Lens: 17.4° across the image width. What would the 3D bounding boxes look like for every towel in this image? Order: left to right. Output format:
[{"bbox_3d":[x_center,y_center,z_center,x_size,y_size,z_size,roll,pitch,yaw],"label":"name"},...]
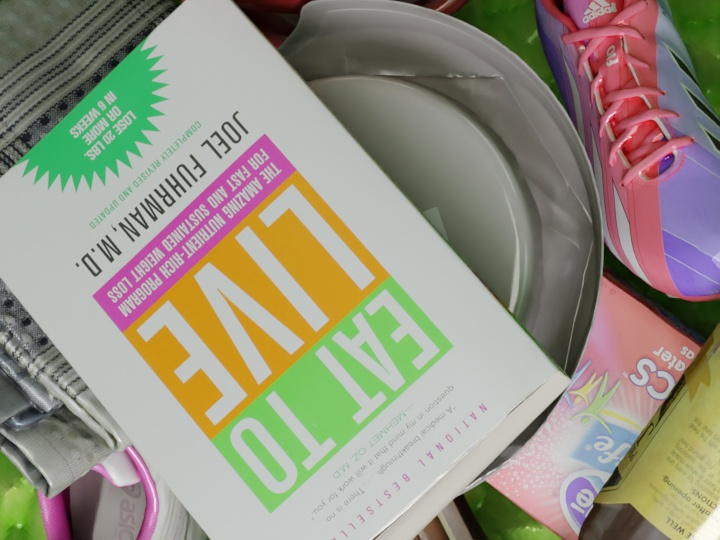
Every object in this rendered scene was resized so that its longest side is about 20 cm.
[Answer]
[{"bbox_3d":[-0.118,-0.031,0.972,0.193,0.035,0.200,46,62,7],"label":"towel"}]

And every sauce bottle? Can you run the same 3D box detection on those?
[{"bbox_3d":[0.122,0.086,0.857,0.065,0.065,0.200,37,102,10],"label":"sauce bottle"}]

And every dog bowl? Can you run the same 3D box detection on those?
[{"bbox_3d":[0.000,0.000,0.893,0.199,0.059,0.202,-2,82,16],"label":"dog bowl"}]

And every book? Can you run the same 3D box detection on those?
[{"bbox_3d":[-0.037,0.010,0.852,0.134,0.048,0.200,-44,71,4],"label":"book"}]

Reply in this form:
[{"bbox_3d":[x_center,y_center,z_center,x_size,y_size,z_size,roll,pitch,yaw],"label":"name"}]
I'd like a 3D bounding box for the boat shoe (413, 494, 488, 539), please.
[{"bbox_3d":[0.013,0.109,0.978,0.068,0.072,0.201,-34,83,7],"label":"boat shoe"}]

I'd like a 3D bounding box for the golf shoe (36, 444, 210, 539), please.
[{"bbox_3d":[-0.101,0.049,0.993,0.075,0.092,0.201,-5,86,12],"label":"golf shoe"}]

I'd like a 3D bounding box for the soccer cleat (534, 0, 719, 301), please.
[{"bbox_3d":[0.107,-0.069,0.916,0.066,0.077,0.201,-25,42,10],"label":"soccer cleat"}]

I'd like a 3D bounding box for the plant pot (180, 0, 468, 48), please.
[{"bbox_3d":[-0.024,-0.194,0.922,0.199,0.182,0.202,-5,73,17],"label":"plant pot"}]

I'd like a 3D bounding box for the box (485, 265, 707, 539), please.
[{"bbox_3d":[0.122,0.074,0.943,0.200,0.103,0.095,36,95,9],"label":"box"}]
